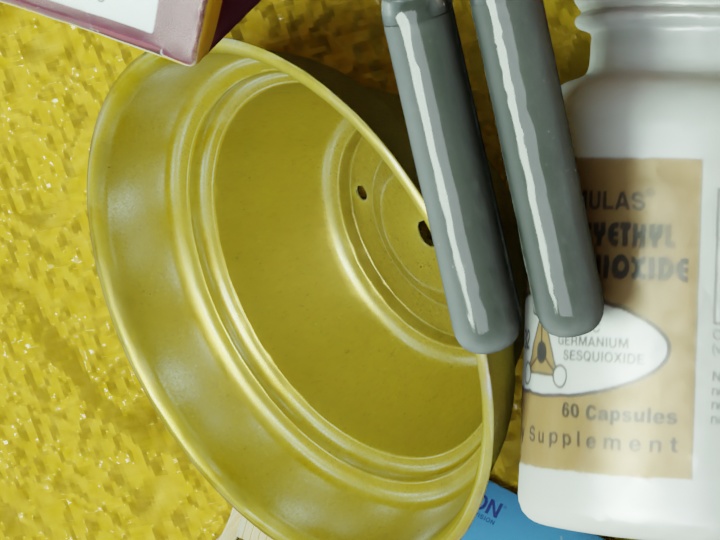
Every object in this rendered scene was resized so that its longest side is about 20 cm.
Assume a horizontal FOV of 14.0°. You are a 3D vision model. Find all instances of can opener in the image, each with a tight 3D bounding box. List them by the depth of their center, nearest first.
[{"bbox_3d":[0.033,-0.077,0.900,0.053,0.067,0.200,-12,102,5],"label":"can opener"}]

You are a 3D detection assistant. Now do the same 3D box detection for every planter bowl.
[{"bbox_3d":[0.000,0.000,1.022,0.200,0.083,0.201,28,132,37],"label":"planter bowl"}]

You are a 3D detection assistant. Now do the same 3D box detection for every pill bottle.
[{"bbox_3d":[0.112,-0.015,0.956,0.114,0.114,0.200,2,90,17],"label":"pill bottle"}]

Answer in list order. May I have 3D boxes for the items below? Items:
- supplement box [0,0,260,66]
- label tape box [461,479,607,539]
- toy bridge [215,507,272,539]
[{"bbox_3d":[-0.061,-0.150,0.931,0.110,0.200,0.086,19,118,10],"label":"supplement box"},{"bbox_3d":[0.043,0.191,1.101,0.143,0.066,0.200,27,76,5],"label":"label tape box"},{"bbox_3d":[-0.065,0.163,1.160,0.067,0.027,0.200,21,116,10],"label":"toy bridge"}]
